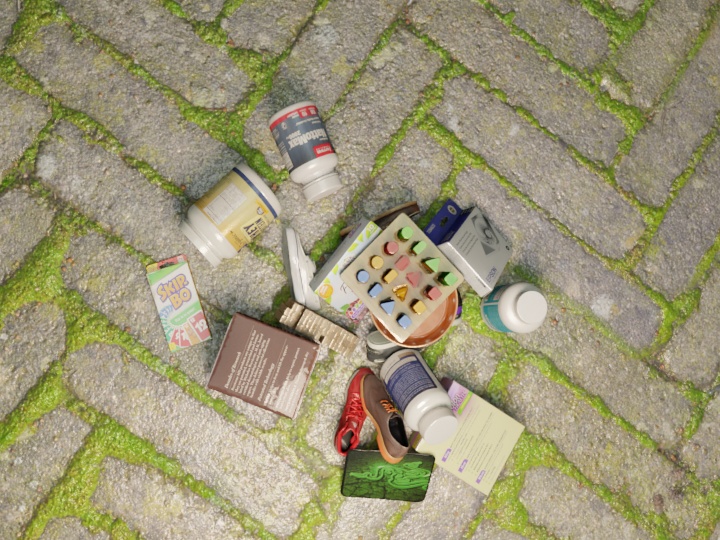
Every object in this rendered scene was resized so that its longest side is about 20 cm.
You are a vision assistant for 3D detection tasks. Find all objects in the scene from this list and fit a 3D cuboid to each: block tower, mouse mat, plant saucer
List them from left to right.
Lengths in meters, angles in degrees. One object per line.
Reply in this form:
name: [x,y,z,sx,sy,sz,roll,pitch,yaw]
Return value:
block tower: [-0.091,0.129,1.503,0.198,0.058,0.055,30,91,-24]
mouse mat: [0.059,0.458,1.502,0.196,0.008,0.163,5,124,-5]
plant saucer: [0.116,0.068,1.493,0.196,0.032,0.204,0,87,0]

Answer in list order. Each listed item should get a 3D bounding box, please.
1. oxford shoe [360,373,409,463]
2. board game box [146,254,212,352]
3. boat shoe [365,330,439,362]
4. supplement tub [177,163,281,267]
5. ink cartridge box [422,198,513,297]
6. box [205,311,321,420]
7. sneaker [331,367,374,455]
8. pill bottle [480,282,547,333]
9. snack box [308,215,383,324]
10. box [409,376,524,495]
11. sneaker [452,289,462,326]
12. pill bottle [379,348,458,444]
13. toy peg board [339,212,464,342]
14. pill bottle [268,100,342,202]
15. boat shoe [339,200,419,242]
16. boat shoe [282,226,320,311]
oxford shoe: [0.058,0.306,1.459,0.070,0.073,0.202,-6,59,-34]
board game box: [-0.407,0.072,1.508,0.094,0.030,0.203,-18,86,-9]
boat shoe: [0.103,0.164,1.557,0.197,0.076,0.061,-6,125,-18]
supplement tub: [-0.286,-0.119,1.478,0.200,0.144,0.145,-44,92,-8]
ink cartridge box: [0.251,-0.067,1.543,0.200,0.041,0.200,46,39,-3]
box: [-0.206,0.201,1.456,0.197,0.166,0.167,21,84,-6]
sneaker: [-0.005,0.318,1.501,0.077,0.116,0.203,16,84,-6]
pill bottle: [0.350,0.085,1.525,0.109,0.200,0.113,0,86,-8]
snack box: [0.000,0.000,1.513,0.142,0.053,0.201,37,93,-28]
box: [0.238,0.375,1.542,0.198,0.097,0.177,32,83,-5]
sneaker: [0.142,0.078,1.542,0.197,0.070,0.101,-6,121,-17]
pill bottle: [0.129,0.275,1.465,0.109,0.201,0.112,-14,130,-18]
toy peg board: [0.092,0.014,1.425,0.199,0.098,0.200,-44,91,-3]
pill bottle: [-0.118,-0.266,1.525,0.118,0.120,0.203,-24,90,-9]
boat shoe: [0.052,-0.095,1.562,0.198,0.070,0.071,-25,82,0]
boat shoe: [-0.133,-0.001,1.535,0.066,0.073,0.204,-10,101,-19]
